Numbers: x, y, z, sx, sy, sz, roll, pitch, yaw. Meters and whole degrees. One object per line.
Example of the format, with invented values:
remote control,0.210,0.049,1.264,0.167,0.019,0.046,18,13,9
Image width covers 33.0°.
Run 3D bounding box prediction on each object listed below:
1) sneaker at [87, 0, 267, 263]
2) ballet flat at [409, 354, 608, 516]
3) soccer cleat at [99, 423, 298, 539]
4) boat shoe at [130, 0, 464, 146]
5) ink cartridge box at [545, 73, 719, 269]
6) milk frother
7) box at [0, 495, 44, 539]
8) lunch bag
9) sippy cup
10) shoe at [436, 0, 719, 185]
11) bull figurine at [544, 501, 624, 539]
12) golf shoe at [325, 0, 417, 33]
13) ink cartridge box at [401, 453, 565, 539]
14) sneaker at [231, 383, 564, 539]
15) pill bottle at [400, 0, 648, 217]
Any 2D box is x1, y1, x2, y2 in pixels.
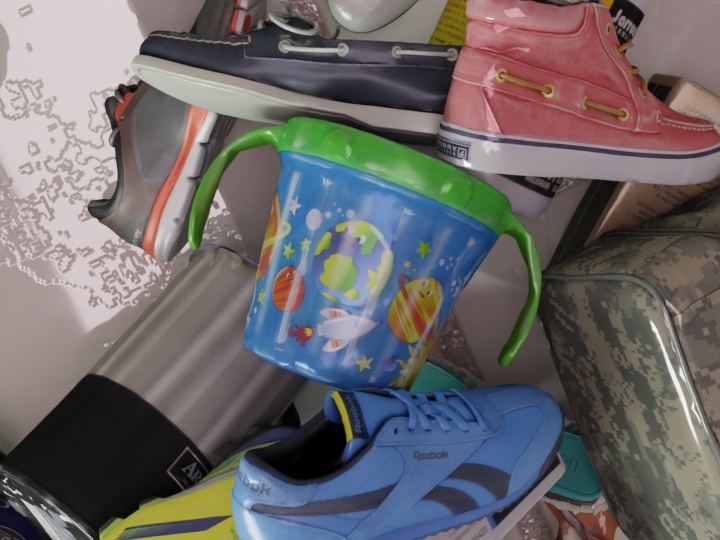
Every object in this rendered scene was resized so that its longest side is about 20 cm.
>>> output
sneaker,-0.120,-0.108,0.762,0.081,0.077,0.201,22,97,4
ballet flat,0.084,0.109,0.807,0.199,0.072,0.072,24,101,23
soccer cleat,-0.079,0.151,0.641,0.083,0.200,0.065,20,132,35
boat shoe,-0.028,-0.114,0.683,0.199,0.075,0.062,10,87,9
ink cartridge box,0.242,-0.010,0.793,0.199,0.075,0.165,28,100,-8
milk frother,-0.150,0.087,0.775,0.199,0.181,0.188,30,61,20
box,-0.303,0.165,0.773,0.199,0.141,0.079,28,99,-8
lunch bag,0.216,0.054,0.698,0.167,0.139,0.201,-27,101,-21
sippy cup,0.000,0.000,0.677,0.177,0.139,0.131,19,88,35
shoe,0.133,-0.100,0.664,0.199,0.071,0.092,-1,108,-33
bull figurine,0.220,0.165,0.824,0.199,0.065,0.122,0,72,6
golf shoe,0.045,-0.231,0.734,0.072,0.092,0.200,36,99,-10
ink cartridge box,-0.009,0.164,0.716,0.197,0.199,0.047,-36,102,-41
sneaker,0.026,0.090,0.627,0.199,0.066,0.079,-18,123,-26
pill bottle,0.105,-0.143,0.742,0.112,0.112,0.201,24,100,-7
